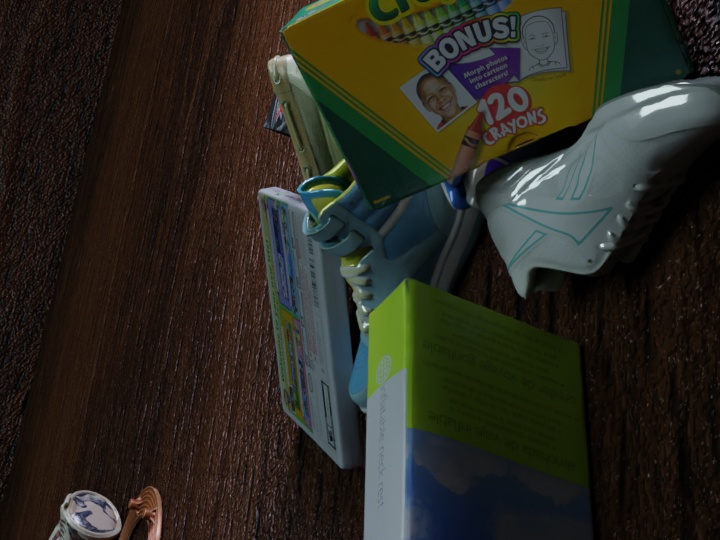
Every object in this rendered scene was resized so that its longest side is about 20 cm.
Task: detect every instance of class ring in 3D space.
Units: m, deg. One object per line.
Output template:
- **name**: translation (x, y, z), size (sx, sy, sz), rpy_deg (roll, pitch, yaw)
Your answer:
- **ring**: translation (-0.276, 0.353, 1.561), size (0.200, 0.019, 0.202), rpy_deg (-163, 90, -71)

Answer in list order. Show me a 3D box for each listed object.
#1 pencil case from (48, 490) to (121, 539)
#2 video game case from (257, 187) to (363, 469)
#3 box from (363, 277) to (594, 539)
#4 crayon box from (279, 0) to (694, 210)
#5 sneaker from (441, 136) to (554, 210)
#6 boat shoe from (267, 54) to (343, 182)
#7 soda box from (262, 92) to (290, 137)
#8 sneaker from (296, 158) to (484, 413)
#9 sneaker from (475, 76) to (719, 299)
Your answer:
- **pencil case**: translation (-0.378, 0.369, 1.717), size (0.200, 0.089, 0.078), rpy_deg (-58, 23, 32)
- **video game case**: translation (-0.042, 0.040, 1.075), size (0.182, 0.022, 0.201), rpy_deg (-154, 56, -70)
- **box**: translation (0.064, 0.112, 0.699), size (0.048, 0.121, 0.201), rpy_deg (-45, 33, 44)
- **crayon box**: translation (0.071, -0.130, 0.746), size (0.199, 0.119, 0.058), rpy_deg (-23, 17, 18)
- **sneaker**: translation (0.108, -0.107, 0.822), size (0.200, 0.080, 0.147), rpy_deg (148, 139, -64)
- **boat shoe**: translation (-0.030, -0.086, 1.090), size (0.073, 0.063, 0.201), rpy_deg (-73, -21, -50)
- **soda box**: translation (-0.032, -0.148, 1.254), size (0.064, 0.070, 0.200), rpy_deg (-70, 19, 3)
- **sneaker**: translation (0.000, 0.000, 0.954), size (0.201, 0.130, 0.080), rpy_deg (-70, 21, 8)
- **sneaker**: translation (0.142, -0.044, 0.726), size (0.200, 0.070, 0.081), rpy_deg (-34, 66, 54)
